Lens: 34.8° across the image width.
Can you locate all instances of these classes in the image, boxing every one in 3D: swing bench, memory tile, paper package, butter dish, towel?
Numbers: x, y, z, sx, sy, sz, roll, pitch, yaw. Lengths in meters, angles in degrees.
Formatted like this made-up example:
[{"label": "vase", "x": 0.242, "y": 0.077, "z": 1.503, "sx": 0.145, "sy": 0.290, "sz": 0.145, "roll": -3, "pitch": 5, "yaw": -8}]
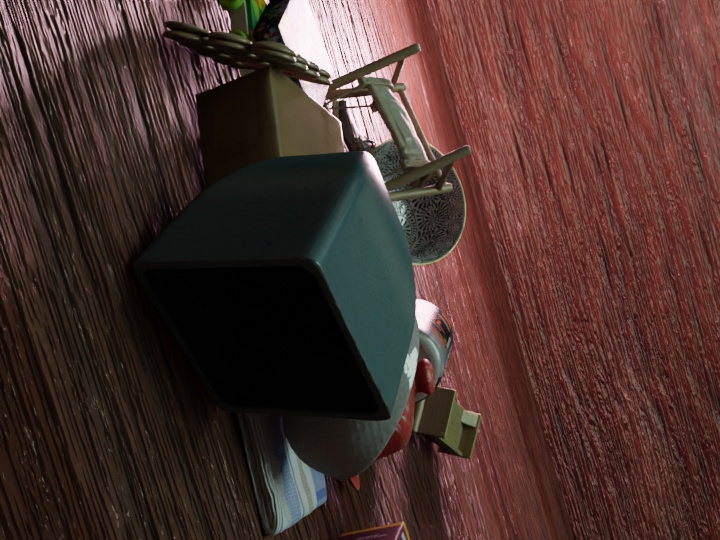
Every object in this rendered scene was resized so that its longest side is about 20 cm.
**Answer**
[{"label": "swing bench", "x": 0.025, "y": -0.200, "z": 1.690, "sx": 0.130, "sy": 0.198, "sz": 0.201, "roll": 112, "pitch": -43, "yaw": -65}, {"label": "memory tile", "x": -0.122, "y": -0.240, "z": 1.277, "sx": 0.200, "sy": 0.151, "sz": 0.017, "roll": -2, "pitch": 105, "yaw": -77}, {"label": "paper package", "x": -0.090, "y": -0.098, "z": 1.294, "sx": 0.190, "sy": 0.102, "sz": 0.202, "roll": 32, "pitch": 45, "yaw": -60}, {"label": "butter dish", "x": 0.019, "y": 0.140, "z": 1.389, "sx": 0.200, "sy": 0.146, "sz": 0.202, "roll": 67, "pitch": 13, "yaw": -62}, {"label": "towel", "x": -0.079, "y": 0.197, "z": 1.241, "sx": 0.200, "sy": 0.024, "sz": 0.149, "roll": 7, "pitch": 70, "yaw": -76}]

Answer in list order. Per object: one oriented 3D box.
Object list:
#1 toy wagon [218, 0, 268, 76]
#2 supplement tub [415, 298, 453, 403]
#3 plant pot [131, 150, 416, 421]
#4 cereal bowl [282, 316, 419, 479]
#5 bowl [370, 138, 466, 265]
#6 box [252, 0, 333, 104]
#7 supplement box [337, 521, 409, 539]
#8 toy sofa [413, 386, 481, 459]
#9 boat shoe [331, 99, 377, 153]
[{"label": "toy wagon", "x": -0.130, "y": -0.264, "z": 1.479, "sx": 0.155, "sy": 0.039, "sz": 0.202, "roll": 49, "pitch": 29, "yaw": -61}, {"label": "supplement tub", "x": 0.075, "y": 0.116, "z": 1.734, "sx": 0.200, "sy": 0.121, "sz": 0.124, "roll": -54, "pitch": 127, "yaw": -74}, {"label": "plant pot", "x": -0.052, "y": -0.003, "z": 1.072, "sx": 0.201, "sy": 0.194, "sz": 0.197, "roll": -62, "pitch": 140, "yaw": -40}, {"label": "cereal bowl", "x": -0.026, "y": 0.107, "z": 1.178, "sx": 0.083, "sy": 0.200, "sz": 0.202, "roll": 22, "pitch": 41, "yaw": -21}, {"label": "bowl", "x": 0.060, "y": -0.099, "z": 1.809, "sx": 0.199, "sy": 0.094, "sz": 0.203, "roll": 7, "pitch": 75, "yaw": -29}, {"label": "box", "x": -0.086, "y": -0.286, "z": 1.516, "sx": 0.201, "sy": 0.037, "sz": 0.138, "roll": -79, "pitch": 152, "yaw": -60}, {"label": "supplement box", "x": 0.009, "y": 0.374, "z": 1.276, "sx": 0.200, "sy": 0.085, "sz": 0.112, "roll": -40, "pitch": 115, "yaw": -75}, {"label": "toy sofa", "x": 0.131, "y": 0.253, "z": 1.936, "sx": 0.200, "sy": 0.096, "sz": 0.084, "roll": 46, "pitch": 56, "yaw": -64}, {"label": "boat shoe", "x": 0.004, "y": -0.186, "z": 1.880, "sx": 0.073, "sy": 0.064, "sz": 0.202, "roll": -55, "pitch": 130, "yaw": -73}]
